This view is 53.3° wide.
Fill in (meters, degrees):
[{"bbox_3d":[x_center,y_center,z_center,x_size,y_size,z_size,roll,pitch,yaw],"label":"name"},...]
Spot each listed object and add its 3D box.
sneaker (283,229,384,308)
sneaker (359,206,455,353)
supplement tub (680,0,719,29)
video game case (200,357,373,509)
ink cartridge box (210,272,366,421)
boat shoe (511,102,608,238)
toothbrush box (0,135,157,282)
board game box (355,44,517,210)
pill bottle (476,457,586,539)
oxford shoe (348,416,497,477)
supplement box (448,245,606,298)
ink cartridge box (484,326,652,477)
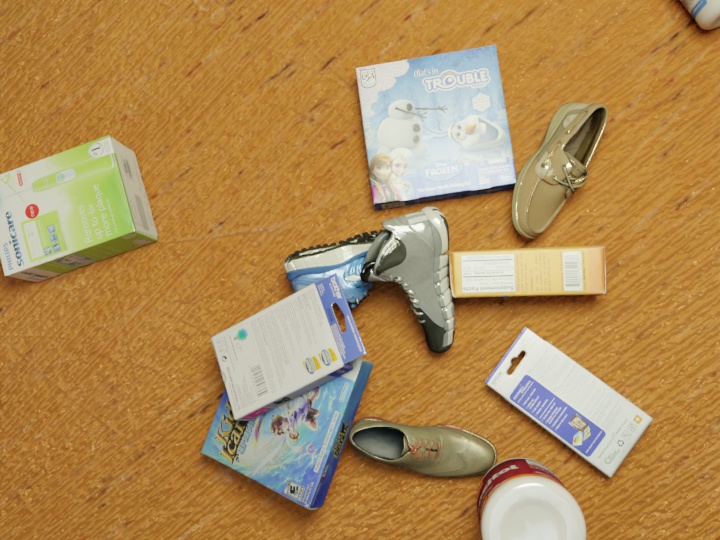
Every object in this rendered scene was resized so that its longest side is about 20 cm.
[{"bbox_3d":[0.000,0.000,0.984,0.199,0.079,0.090,-13,105,-1],"label":"sneaker"},{"bbox_3d":[0.057,0.020,0.933,0.115,0.075,0.201,-10,108,-12],"label":"sneaker"},{"bbox_3d":[0.454,-0.435,0.943,0.132,0.132,0.201,-31,82,3],"label":"supplement tub"},{"bbox_3d":[-0.100,0.184,0.957,0.181,0.045,0.201,18,86,27],"label":"video game case"},{"bbox_3d":[-0.090,0.100,0.926,0.199,0.042,0.120,-29,66,16],"label":"ink cartridge box"},{"bbox_3d":[0.264,-0.135,0.951,0.071,0.064,0.201,26,85,-29],"label":"boat shoe"},{"bbox_3d":[-0.414,-0.085,1.030,0.199,0.086,0.146,-18,81,6],"label":"toothbrush box"},{"bbox_3d":[0.104,-0.198,1.002,0.199,0.043,0.200,-8,82,5],"label":"board game box"},{"bbox_3d":[0.195,0.287,0.855,0.112,0.200,0.114,-1,83,7],"label":"pill bottle"},{"bbox_3d":[0.079,0.237,0.938,0.199,0.075,0.071,4,84,7],"label":"oxford shoe"},{"bbox_3d":[0.218,0.004,0.954,0.199,0.067,0.069,0,86,7],"label":"supplement box"},{"bbox_3d":[0.270,0.170,0.944,0.200,0.037,0.095,37,90,7],"label":"ink cartridge box"}]
